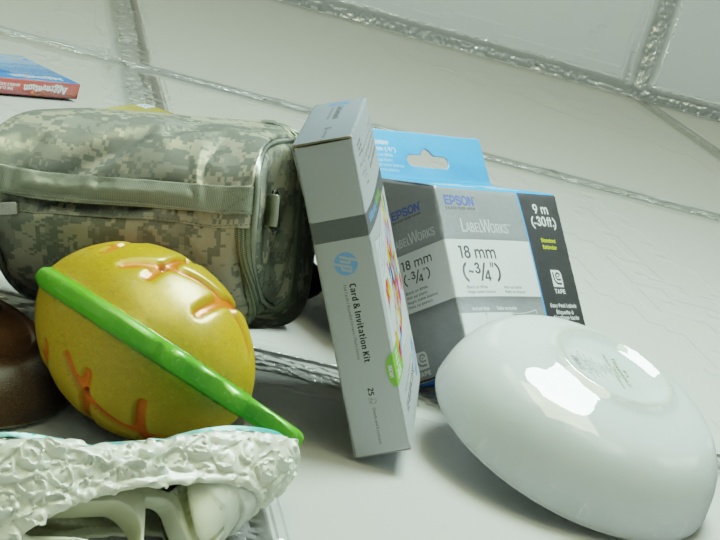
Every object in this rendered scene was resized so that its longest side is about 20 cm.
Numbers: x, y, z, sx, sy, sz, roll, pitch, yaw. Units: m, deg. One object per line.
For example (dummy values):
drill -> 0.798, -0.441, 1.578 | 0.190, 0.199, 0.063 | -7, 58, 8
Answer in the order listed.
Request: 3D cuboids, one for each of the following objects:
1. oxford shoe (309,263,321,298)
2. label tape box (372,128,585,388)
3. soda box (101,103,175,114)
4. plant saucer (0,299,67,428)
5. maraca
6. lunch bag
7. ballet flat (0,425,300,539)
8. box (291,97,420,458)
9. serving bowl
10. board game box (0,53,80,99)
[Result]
oxford shoe -> -0.079, 0.003, 1.313 | 0.072, 0.071, 0.200 | 25, 16, 14
label tape box -> 0.085, -0.018, 1.333 | 0.063, 0.201, 0.144 | -23, -17, 41
soda box -> -0.210, -0.097, 1.536 | 0.064, 0.068, 0.200 | 21, 15, 16
plant saucer -> -0.264, 0.037, 1.050 | 0.199, 0.032, 0.200 | 17, 14, -4
maraca -> -0.110, 0.048, 1.013 | 0.200, 0.107, 0.137 | 27, -5, 46
lunch bag -> -0.135, -0.038, 1.144 | 0.199, 0.140, 0.168 | 5, -7, 10
ballet flat -> -0.110, 0.118, 0.886 | 0.199, 0.072, 0.072 | 3, 20, -38
box -> 0.000, 0.000, 1.159 | 0.041, 0.201, 0.156 | -9, 13, 6
serving bowl -> 0.151, 0.088, 1.178 | 0.199, 0.066, 0.200 | 21, 24, -10
board game box -> -0.392, -0.202, 1.823 | 0.103, 0.020, 0.200 | 26, 17, 37
